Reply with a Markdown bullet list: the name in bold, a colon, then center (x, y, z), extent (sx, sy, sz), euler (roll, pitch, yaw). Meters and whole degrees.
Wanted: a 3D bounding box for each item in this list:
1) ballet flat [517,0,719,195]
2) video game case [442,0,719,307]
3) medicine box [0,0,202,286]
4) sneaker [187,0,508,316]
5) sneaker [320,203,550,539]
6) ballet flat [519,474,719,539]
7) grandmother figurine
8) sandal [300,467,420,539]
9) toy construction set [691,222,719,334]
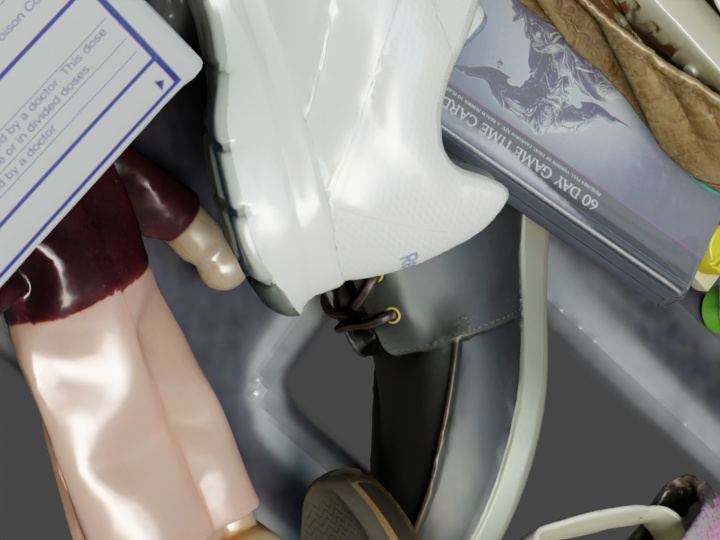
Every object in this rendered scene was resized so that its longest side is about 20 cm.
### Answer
- **ballet flat**: center (0.071, -0.101, 0.844), extent (0.200, 0.072, 0.068), euler (44, 59, -7)
- **video game case**: center (0.080, -0.107, 0.902), extent (0.143, 0.019, 0.200), euler (34, 62, -12)
- **medicine box**: center (-0.168, -0.054, 0.715), extent (0.182, 0.103, 0.200), euler (-47, 147, -2)
- **sneaker**: center (-0.013, -0.092, 0.809), extent (0.087, 0.075, 0.201), euler (-13, 98, -5)
- **sneaker**: center (0.000, 0.000, 0.895), extent (0.106, 0.075, 0.201), euler (10, 81, -24)
- **ballet flat**: center (0.065, 0.121, 0.920), extent (0.200, 0.069, 0.071), euler (-29, 87, -48)
- **grandmother figurine**: center (-0.088, 0.007, 0.858), extent (0.121, 0.060, 0.201), euler (-32, 108, -50)
- **sandal**: center (-0.011, 0.158, 0.846), extent (0.054, 0.082, 0.201), euler (7, 79, -24)
- **toy construction set**: center (0.180, -0.043, 0.973), extent (0.200, 0.092, 0.131), euler (-36, 110, -8)
